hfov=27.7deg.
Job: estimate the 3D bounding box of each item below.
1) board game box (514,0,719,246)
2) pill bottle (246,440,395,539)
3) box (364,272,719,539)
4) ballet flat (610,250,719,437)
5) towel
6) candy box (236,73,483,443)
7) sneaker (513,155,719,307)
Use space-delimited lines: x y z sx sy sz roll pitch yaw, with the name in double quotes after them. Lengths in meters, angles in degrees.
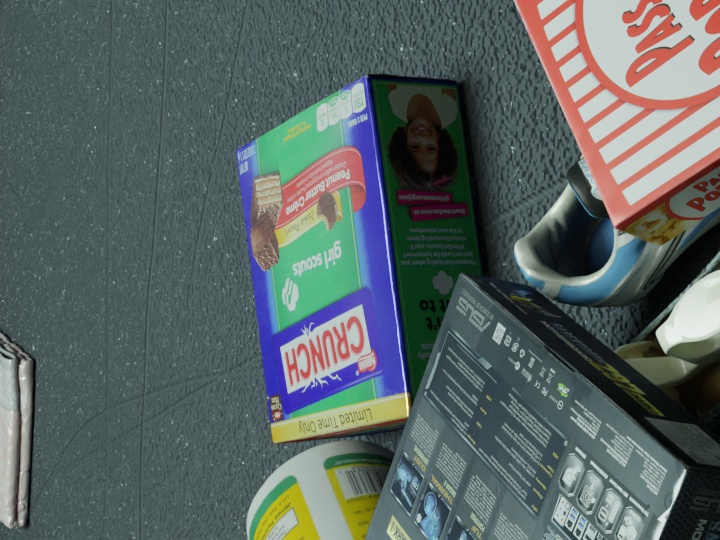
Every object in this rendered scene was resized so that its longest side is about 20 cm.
0.167 -0.127 0.610 0.200 0.046 0.152 -36 60 29 "board game box"
0.010 0.206 0.851 0.201 0.112 0.113 62 140 47 "pill bottle"
0.082 0.113 0.672 0.200 0.051 0.159 44 118 57 "box"
0.153 0.038 0.680 0.200 0.074 0.075 -57 46 42 "ballet flat"
-0.408 0.161 1.605 0.200 0.032 0.193 23 111 56 "towel"
0.000 0.000 0.910 0.169 0.077 0.202 -21 76 56 "candy box"
0.145 -0.054 0.679 0.200 0.072 0.072 -55 47 35 "sneaker"
